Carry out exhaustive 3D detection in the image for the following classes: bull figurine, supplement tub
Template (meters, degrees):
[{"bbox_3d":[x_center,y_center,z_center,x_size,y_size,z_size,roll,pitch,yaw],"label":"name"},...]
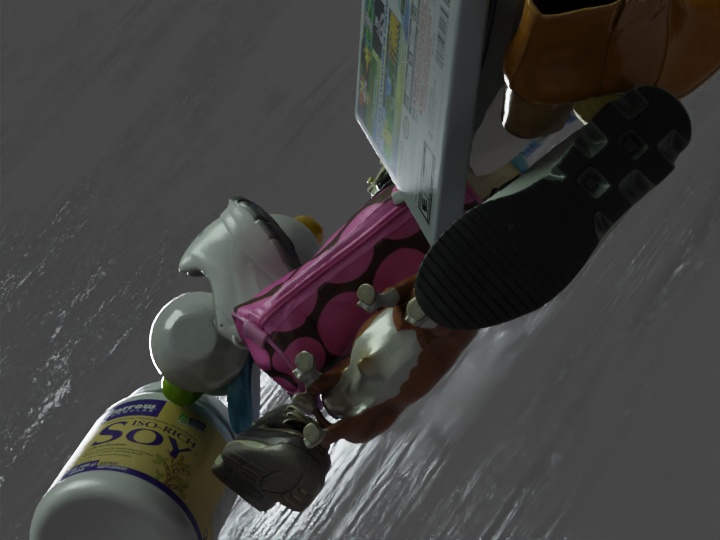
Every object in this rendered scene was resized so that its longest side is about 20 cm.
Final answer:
[{"bbox_3d":[0.031,0.044,0.948,0.200,0.065,0.121,-55,-27,19],"label":"bull figurine"},{"bbox_3d":[-0.185,0.195,1.212,0.145,0.145,0.200,-46,9,24],"label":"supplement tub"}]

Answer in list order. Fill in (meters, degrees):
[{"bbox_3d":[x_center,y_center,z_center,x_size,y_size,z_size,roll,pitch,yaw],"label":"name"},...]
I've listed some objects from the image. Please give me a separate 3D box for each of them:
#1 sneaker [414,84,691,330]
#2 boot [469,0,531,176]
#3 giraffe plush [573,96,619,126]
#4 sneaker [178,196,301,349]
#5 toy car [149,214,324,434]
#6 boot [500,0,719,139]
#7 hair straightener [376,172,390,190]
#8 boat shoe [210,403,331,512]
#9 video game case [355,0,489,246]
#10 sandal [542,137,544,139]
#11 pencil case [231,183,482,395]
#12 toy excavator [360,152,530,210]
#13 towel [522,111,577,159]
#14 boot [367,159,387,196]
[{"bbox_3d":[0.116,-0.030,0.871,0.200,0.074,0.089,-37,-1,-8],"label":"sneaker"},{"bbox_3d":[0.086,-0.159,0.925,0.073,0.090,0.200,-22,-32,-27],"label":"boot"},{"bbox_3d":[0.157,-0.182,1.008,0.200,0.162,0.173,-52,8,-23],"label":"giraffe plush"},{"bbox_3d":[-0.062,0.039,1.093,0.087,0.200,0.075,-39,-14,7],"label":"sneaker"},{"bbox_3d":[-0.077,0.056,1.206,0.200,0.150,0.175,-47,-6,-5],"label":"toy car"},{"bbox_3d":[0.176,-0.158,0.852,0.201,0.071,0.144,-27,-20,-17],"label":"boot"},{"bbox_3d":[0.074,-0.120,1.206,0.200,0.041,0.077,-50,16,41],"label":"hair straightener"},{"bbox_3d":[-0.062,0.135,1.069,0.073,0.074,0.200,-52,9,-19],"label":"boat shoe"},{"bbox_3d":[0.036,-0.145,0.917,0.182,0.022,0.200,-117,24,-50],"label":"video game case"},{"bbox_3d":[0.149,-0.161,1.200,0.082,0.055,0.200,-51,8,16],"label":"sandal"},{"bbox_3d":[0.000,0.000,1.007,0.200,0.091,0.094,-41,-14,-7],"label":"pencil case"},{"bbox_3d":[0.067,-0.035,1.166,0.194,0.100,0.200,-49,-6,14],"label":"toy excavator"},{"bbox_3d":[0.167,-0.140,1.294,0.200,0.024,0.147,-44,12,51],"label":"towel"},{"bbox_3d":[0.058,-0.131,1.288,0.155,0.072,0.200,-55,-31,-2],"label":"boot"}]
